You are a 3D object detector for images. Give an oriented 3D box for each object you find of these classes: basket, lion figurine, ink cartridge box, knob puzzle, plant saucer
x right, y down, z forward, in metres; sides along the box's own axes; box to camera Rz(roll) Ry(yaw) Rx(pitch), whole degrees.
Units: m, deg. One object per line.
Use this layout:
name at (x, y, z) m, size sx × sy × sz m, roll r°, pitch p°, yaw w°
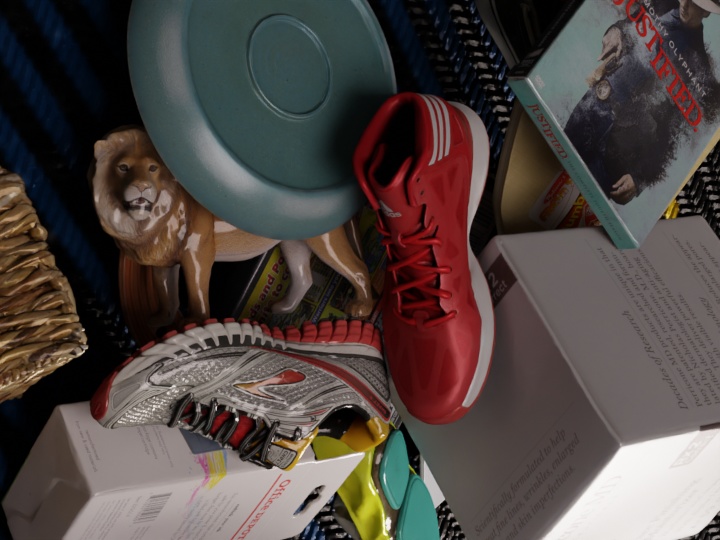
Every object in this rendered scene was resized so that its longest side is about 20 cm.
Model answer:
basket at (-0.278, 0.029, 0.991) m, size 0.200 × 0.149 × 0.143 m, roll -24°, pitch 88°, yaw -28°
lion figurine at (-0.072, -0.029, 1.088) m, size 0.200 × 0.072 × 0.123 m, roll -5°, pitch 97°, yaw -35°
ink cartridge box at (-0.110, 0.130, 1.127) m, size 0.200 × 0.067 × 0.117 m, roll -4°, pitch 145°, yaw -36°
knob puzzle at (0.157, -0.084, 1.226) m, size 0.219 × 0.030 × 0.220 m, roll -23°, pitch 134°, yaw -26°
plant saucer at (-0.048, -0.118, 1.067) m, size 0.200 × 0.027 × 0.201 m, roll 13°, pitch 71°, yaw -39°

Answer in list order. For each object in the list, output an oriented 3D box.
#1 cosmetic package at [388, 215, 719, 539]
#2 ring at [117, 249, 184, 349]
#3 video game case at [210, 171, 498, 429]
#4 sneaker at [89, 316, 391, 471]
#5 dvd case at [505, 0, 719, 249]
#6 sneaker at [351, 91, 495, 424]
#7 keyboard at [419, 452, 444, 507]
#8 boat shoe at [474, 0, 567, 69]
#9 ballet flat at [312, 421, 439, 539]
cosmetic package at (0.158, 0.081, 1.177) m, size 0.200 × 0.165 × 0.165 m, roll -7°, pitch 145°, yaw -37°
ring at (-0.071, -0.015, 1.161) m, size 0.200 × 0.019 × 0.201 m, roll -16°, pitch 118°, yaw -33°
video game case at (0.000, 0.000, 1.193) m, size 0.181 × 0.025 × 0.200 m, roll 26°, pitch 93°, yaw -41°
sneaker at (-0.063, 0.076, 1.061) m, size 0.200 × 0.078 × 0.082 m, roll -2°, pitch 65°, yaw -31°
dvd case at (0.185, -0.134, 1.159) m, size 0.146 × 0.022 × 0.200 m, roll 53°, pitch 57°, yaw -25°
sneaker at (0.026, -0.010, 1.066) m, size 0.115 × 0.078 × 0.201 m, roll 13°, pitch 73°, yaw -63°
keyboard at (0.061, 0.094, 1.277) m, size 0.056 × 0.011 × 0.200 m, roll -33°, pitch 139°, yaw -32°
boat shoe at (0.146, -0.140, 1.244) m, size 0.071 × 0.064 × 0.200 m, roll -49°, pitch 130°, yaw -10°
ballet flat at (0.009, 0.157, 1.254) m, size 0.200 × 0.067 × 0.067 m, roll 70°, pitch 33°, yaw -54°
